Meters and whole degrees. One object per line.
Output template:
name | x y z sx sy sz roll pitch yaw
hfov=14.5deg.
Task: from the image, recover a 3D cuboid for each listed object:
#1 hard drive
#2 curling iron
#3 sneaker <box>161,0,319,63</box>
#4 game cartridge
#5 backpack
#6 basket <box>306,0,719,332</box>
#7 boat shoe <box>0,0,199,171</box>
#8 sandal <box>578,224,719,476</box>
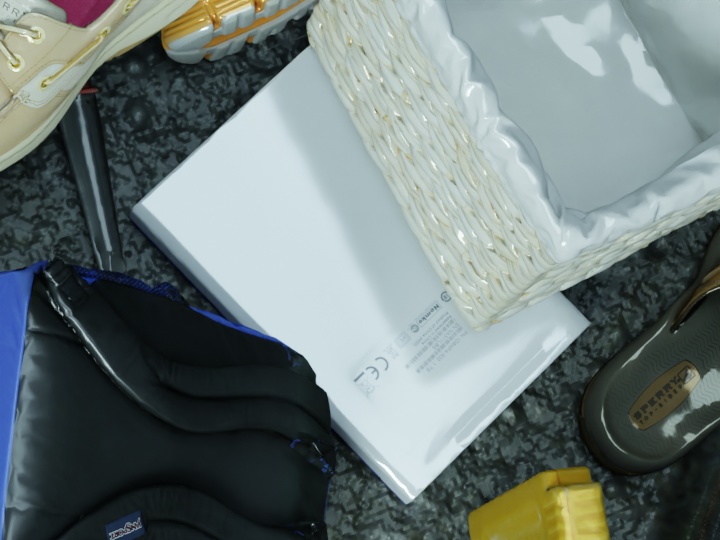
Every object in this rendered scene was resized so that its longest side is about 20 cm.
hard drive | 0.000 0.000 1.421 0.132 0.025 0.200 -44 89 -16
curling iron | -0.135 -0.096 1.417 0.050 0.026 0.200 -5 79 -8
sneaker | -0.021 -0.178 1.431 0.200 0.078 0.077 -24 77 -14
game cartridge | 0.092 0.199 1.318 0.032 0.176 0.200 -7 79 -12
backpack | -0.119 0.086 1.314 0.200 0.168 0.163 15 78 -40
basket | 0.103 -0.106 1.378 0.198 0.161 0.200 -26 82 -23
boat shoe | -0.156 -0.117 1.344 0.074 0.069 0.200 37 69 25
sandal | 0.190 0.023 1.435 0.200 0.055 0.082 -41 88 -15
